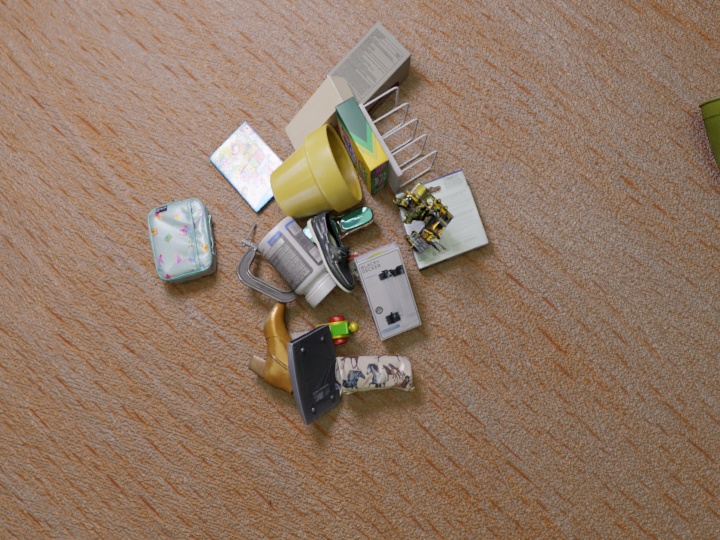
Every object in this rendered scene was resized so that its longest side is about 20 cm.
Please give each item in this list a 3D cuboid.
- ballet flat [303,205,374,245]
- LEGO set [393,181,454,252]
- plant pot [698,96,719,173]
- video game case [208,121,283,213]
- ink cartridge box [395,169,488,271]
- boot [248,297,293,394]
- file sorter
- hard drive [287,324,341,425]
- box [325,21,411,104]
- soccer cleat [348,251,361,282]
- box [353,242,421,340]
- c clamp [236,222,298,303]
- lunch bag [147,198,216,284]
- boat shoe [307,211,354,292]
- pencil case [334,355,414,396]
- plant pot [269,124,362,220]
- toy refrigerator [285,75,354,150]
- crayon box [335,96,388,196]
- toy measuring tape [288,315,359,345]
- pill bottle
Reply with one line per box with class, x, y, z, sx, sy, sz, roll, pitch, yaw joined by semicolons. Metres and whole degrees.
ballet flat;-0.054;-0.106;1.341;0.192;0.065;0.073;-16;80;3
LEGO set;0.130;-0.113;1.243;0.153;0.200;0.117;42;88;-13
plant pot;0.946;-0.327;1.285;0.192;0.200;0.201;-7;94;1
video game case;-0.288;-0.274;1.395;0.143;0.018;0.200;-43;83;-4
ink cartridge box;0.205;-0.128;1.347;0.193;0.041;0.207;-18;82;0
boot;-0.178;0.185;1.295;0.140;0.071;0.208;21;81;11
file sorter;0.091;-0.331;1.330;0.122;0.139;0.204;-30;82;-5
hard drive;-0.111;0.244;1.250;0.041;0.133;0.208;6;111;43
box;0.021;-0.507;1.369;0.128;0.109;0.200;44;86;7
soccer cleat;0.000;0.000;1.326;0.191;0.069;0.089;1;83;-1
box;0.065;0.051;1.280;0.113;0.060;0.207;-18;105;-3
c clamp;-0.224;-0.015;1.327;0.196;0.027;0.174;31;52;-4
lunch bag;-0.450;-0.080;1.345;0.154;0.077;0.208;-13;82;0
boat shoe;-0.056;-0.049;1.260;0.065;0.074;0.204;-33;74;23
pencil case;0.035;0.252;1.264;0.192;0.078;0.093;1;70;-12
plant pot;-0.117;-0.225;1.305;0.183;0.200;0.208;-22;82;15
toy refrigerator;-0.100;-0.388;1.326;0.198;0.069;0.078;-38;79;38
crayon box;0.005;-0.298;1.296;0.057;0.200;0.177;-27;82;-2
toy measuring tape;-0.087;0.156;1.321;0.193;0.073;0.077;-13;81;24
pill bottle;-0.146;-0.018;1.278;0.113;0.114;0.201;-41;92;-4
